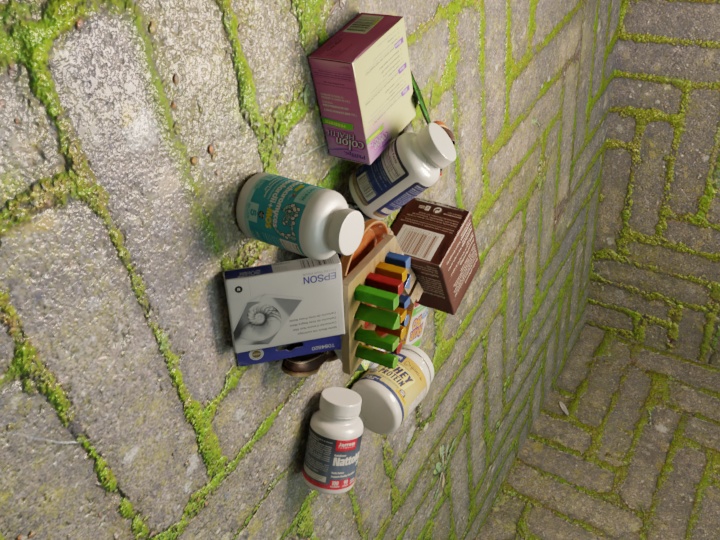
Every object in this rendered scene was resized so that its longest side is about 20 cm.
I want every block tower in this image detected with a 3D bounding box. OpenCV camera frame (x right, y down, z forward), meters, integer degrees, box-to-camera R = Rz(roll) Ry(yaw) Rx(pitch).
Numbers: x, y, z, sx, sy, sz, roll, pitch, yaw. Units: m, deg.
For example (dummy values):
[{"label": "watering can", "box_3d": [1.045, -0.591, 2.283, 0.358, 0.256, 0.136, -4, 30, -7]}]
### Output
[{"label": "block tower", "box_3d": [0.071, -0.007, 1.488, 0.201, 0.057, 0.054, 58, 45, -32]}]

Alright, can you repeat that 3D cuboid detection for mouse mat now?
[{"label": "mouse mat", "box_3d": [0.123, -0.355, 1.395, 0.200, 0.007, 0.163, 45, 28, -61]}]

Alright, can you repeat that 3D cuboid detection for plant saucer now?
[{"label": "plant saucer", "box_3d": [0.000, 0.000, 1.281, 0.201, 0.032, 0.203, -51, 150, -45]}]

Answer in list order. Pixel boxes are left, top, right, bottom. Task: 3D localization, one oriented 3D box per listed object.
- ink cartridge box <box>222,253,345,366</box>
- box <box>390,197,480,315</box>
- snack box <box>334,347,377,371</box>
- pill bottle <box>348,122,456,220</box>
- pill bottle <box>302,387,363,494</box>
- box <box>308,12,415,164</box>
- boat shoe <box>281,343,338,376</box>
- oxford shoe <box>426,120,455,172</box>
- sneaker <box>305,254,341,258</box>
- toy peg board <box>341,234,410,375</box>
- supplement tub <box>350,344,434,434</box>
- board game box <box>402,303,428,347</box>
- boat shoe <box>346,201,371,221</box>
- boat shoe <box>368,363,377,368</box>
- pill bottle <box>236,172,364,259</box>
[{"label": "ink cartridge box", "box_3d": [-0.125, 0.080, 1.152, 0.196, 0.041, 0.203, -10, 122, -11]}, {"label": "box", "box_3d": [0.168, -0.035, 1.590, 0.165, 0.164, 0.201, -58, 148, -25]}, {"label": "snack box", "box_3d": [-0.003, 0.088, 1.387, 0.143, 0.052, 0.201, 60, 38, -24]}, {"label": "pill bottle", "box_3d": [0.081, -0.192, 1.290, 0.110, 0.199, 0.112, 33, 40, -33]}, {"label": "pill bottle", "box_3d": [-0.056, 0.365, 1.464, 0.119, 0.118, 0.203, -13, 116, -57]}, {"label": "box", "box_3d": [0.009, -0.332, 1.229, 0.176, 0.096, 0.202, -51, 144, -34]}, {"label": "boat shoe", "box_3d": [-0.090, 0.152, 1.343, 0.199, 0.070, 0.071, -23, 133, -64]}, {"label": "oxford shoe", "box_3d": [0.117, -0.202, 1.358, 0.070, 0.073, 0.201, 17, 118, -35]}, {"label": "sneaker", "box_3d": [-0.049, -0.029, 1.275, 0.199, 0.069, 0.101, 20, 54, -53]}, {"label": "toy peg board", "box_3d": [0.051, 0.072, 1.272, 0.199, 0.096, 0.203, -45, 143, -49]}, {"label": "supplement tub", "box_3d": [0.079, 0.281, 1.626, 0.200, 0.143, 0.147, -38, 136, -46]}, {"label": "board game box", "box_3d": [0.144, 0.125, 1.779, 0.095, 0.030, 0.203, -4, 110, -59]}, {"label": "boat shoe", "box_3d": [-0.025, -0.103, 1.330, 0.199, 0.075, 0.061, 20, 49, -52]}, {"label": "boat shoe", "box_3d": [0.017, 0.117, 1.520, 0.066, 0.073, 0.204, 13, 81, -50]}, {"label": "pill bottle", "box_3d": [-0.094, -0.084, 1.075, 0.110, 0.198, 0.112, -35, 134, -47]}]
